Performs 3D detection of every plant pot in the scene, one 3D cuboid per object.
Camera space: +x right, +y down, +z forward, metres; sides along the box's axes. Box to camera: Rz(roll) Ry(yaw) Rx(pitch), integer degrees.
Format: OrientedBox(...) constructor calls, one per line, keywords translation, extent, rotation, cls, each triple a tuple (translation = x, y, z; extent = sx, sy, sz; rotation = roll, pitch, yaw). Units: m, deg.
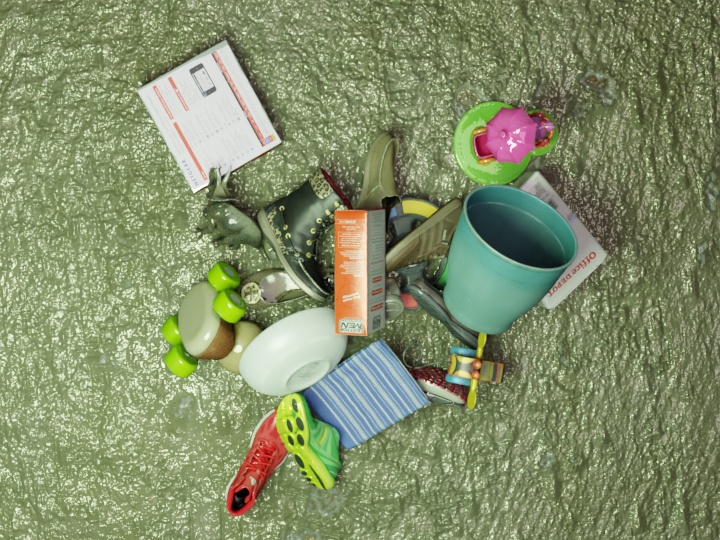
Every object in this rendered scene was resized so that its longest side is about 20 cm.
OrientedBox(translation=(0.231, -0.005, 1.608), extent=(0.197, 0.201, 0.189), rotation=(17, 130, -7), cls="plant pot")

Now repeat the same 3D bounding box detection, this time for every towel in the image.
OrientedBox(translation=(0.004, 0.222, 1.701), extent=(0.199, 0.024, 0.145), rotation=(-35, 97, 28), cls="towel")

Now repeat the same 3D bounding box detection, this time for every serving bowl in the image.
OrientedBox(translation=(-0.102, 0.150, 1.632), extent=(0.199, 0.201, 0.066), rotation=(-31, 62, -4), cls="serving bowl")

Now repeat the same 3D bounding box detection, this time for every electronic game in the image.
OrientedBox(translation=(0.087, -0.030, 1.733), extent=(0.197, 0.042, 0.203), rotation=(0, 93, -6), cls="electronic game")

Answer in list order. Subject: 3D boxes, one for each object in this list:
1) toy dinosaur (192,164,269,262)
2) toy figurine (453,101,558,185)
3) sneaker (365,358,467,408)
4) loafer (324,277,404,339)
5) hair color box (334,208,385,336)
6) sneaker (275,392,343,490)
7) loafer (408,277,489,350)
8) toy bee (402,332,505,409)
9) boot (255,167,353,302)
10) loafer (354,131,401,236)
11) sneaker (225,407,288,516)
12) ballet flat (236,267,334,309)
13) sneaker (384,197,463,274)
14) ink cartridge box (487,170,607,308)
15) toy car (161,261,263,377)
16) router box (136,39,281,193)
OrientedBox(translation=(-0.218, -0.076, 1.659), extent=(0.201, 0.102, 0.077), rotation=(52, 43, -20), cls="toy dinosaur")
OrientedBox(translation=(0.274, -0.230, 1.670), extent=(0.197, 0.184, 0.152), rotation=(-13, 95, -6), cls="toy figurine")
OrientedBox(translation=(0.094, 0.211, 1.734), extent=(0.197, 0.081, 0.076), rotation=(13, 108, 2), cls="sneaker")
OrientedBox(translation=(-0.016, 0.074, 1.713), extent=(0.198, 0.063, 0.072), rotation=(-21, 140, 15), cls="loafer")
OrientedBox(translation=(0.000, 0.000, 1.604), extent=(0.060, 0.101, 0.203), rotation=(1, 95, 19), cls="hair color box")
OrientedBox(translation=(-0.087, 0.291, 1.704), extent=(0.084, 0.073, 0.202), rotation=(-48, 128, -43), cls="sneaker")
OrientedBox(translation=(0.162, 0.067, 1.717), extent=(0.200, 0.072, 0.063), rotation=(43, 77, -30), cls="loafer")
OrientedBox(translation=(0.186, 0.175, 1.663), extent=(0.198, 0.108, 0.133), rotation=(-13, 101, -33), cls="toy bee")
OrientedBox(translation=(-0.075, -0.063, 1.662), extent=(0.150, 0.073, 0.201), rotation=(-38, 69, 11), cls="boot")
OrientedBox(translation=(0.040, -0.142, 1.688), extent=(0.067, 0.076, 0.203), rotation=(11, 82, 21), cls="loafer")
OrientedBox(translation=(-0.171, 0.341, 1.689), extent=(0.078, 0.116, 0.202), rotation=(25, 91, -7), cls="sneaker")
OrientedBox(translation=(-0.122, 0.028, 1.711), extent=(0.197, 0.046, 0.068), rotation=(-6, 93, -6), cls="ballet flat")
OrientedBox(translation=(0.116, -0.043, 1.681), extent=(0.199, 0.070, 0.076), rotation=(-38, 93, -9), cls="sneaker")
OrientedBox(translation=(0.318, -0.054, 1.733), extent=(0.145, 0.084, 0.200), rotation=(-42, 96, -1), cls="ink cartridge box")
OrientedBox(translation=(-0.215, 0.117, 1.676), extent=(0.199, 0.158, 0.164), rotation=(33, 110, -32), cls="toy car")
OrientedBox(translation=(-0.260, -0.265, 1.679), extent=(0.178, 0.049, 0.202), rotation=(-29, 96, -3), cls="router box")
